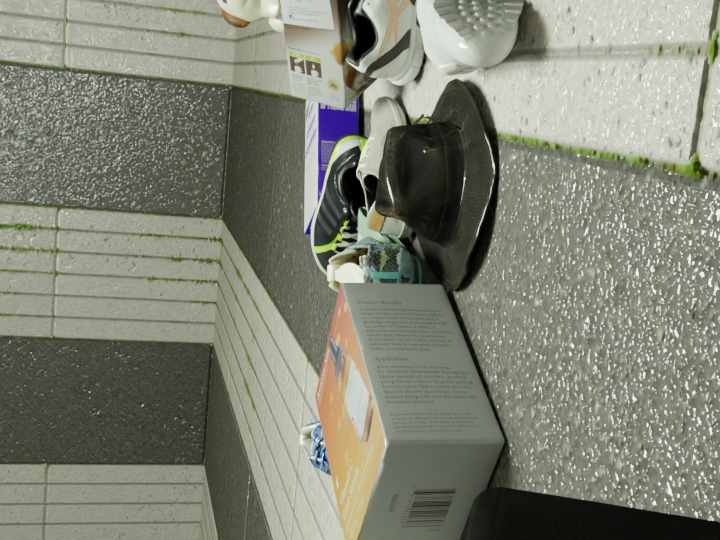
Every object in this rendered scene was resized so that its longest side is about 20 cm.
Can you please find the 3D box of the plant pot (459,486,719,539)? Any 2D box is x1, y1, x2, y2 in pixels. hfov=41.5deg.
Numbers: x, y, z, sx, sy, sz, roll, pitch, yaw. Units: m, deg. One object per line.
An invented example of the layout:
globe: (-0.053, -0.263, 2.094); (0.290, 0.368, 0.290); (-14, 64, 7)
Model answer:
plant pot: (0.108, 0.219, 0.430); (0.179, 0.195, 0.203); (-88, 9, -57)

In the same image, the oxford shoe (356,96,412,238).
oxford shoe: (0.023, -0.122, 1.066); (0.076, 0.057, 0.203); (106, 163, -51)

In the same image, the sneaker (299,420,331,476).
sneaker: (-0.020, 0.223, 1.122); (0.200, 0.075, 0.077); (-170, 85, -74)

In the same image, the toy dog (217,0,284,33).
toy dog: (-0.105, -0.402, 1.312); (0.195, 0.196, 0.142); (-107, 16, -63)

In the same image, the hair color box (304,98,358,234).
hair color box: (-0.040, -0.161, 1.300); (0.109, 0.063, 0.204); (127, 143, -70)

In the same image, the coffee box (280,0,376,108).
coffee box: (-0.027, -0.302, 1.062); (0.115, 0.079, 0.203); (-49, -34, -39)

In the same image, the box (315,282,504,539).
box: (0.035, 0.132, 0.860); (0.201, 0.104, 0.154); (-108, 25, -50)

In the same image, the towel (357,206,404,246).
towel: (0.012, 0.046, 1.096); (0.153, 0.023, 0.204); (-130, 42, -63)

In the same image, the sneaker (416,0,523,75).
sneaker: (0.091, -0.202, 0.814); (0.201, 0.075, 0.082); (-100, 10, -61)

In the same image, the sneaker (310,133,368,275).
sneaker: (-0.018, -0.070, 1.177); (0.083, 0.070, 0.203); (-120, 31, -58)

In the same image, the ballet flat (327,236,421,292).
ballet flat: (0.000, 0.000, 0.991); (0.200, 0.073, 0.076); (170, 103, -73)

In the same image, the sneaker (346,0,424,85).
sneaker: (0.030, -0.302, 1.004); (0.073, 0.079, 0.204); (15, 104, 54)

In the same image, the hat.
hat: (0.054, -0.084, 0.886); (0.200, 0.079, 0.205); (-176, 90, -75)
